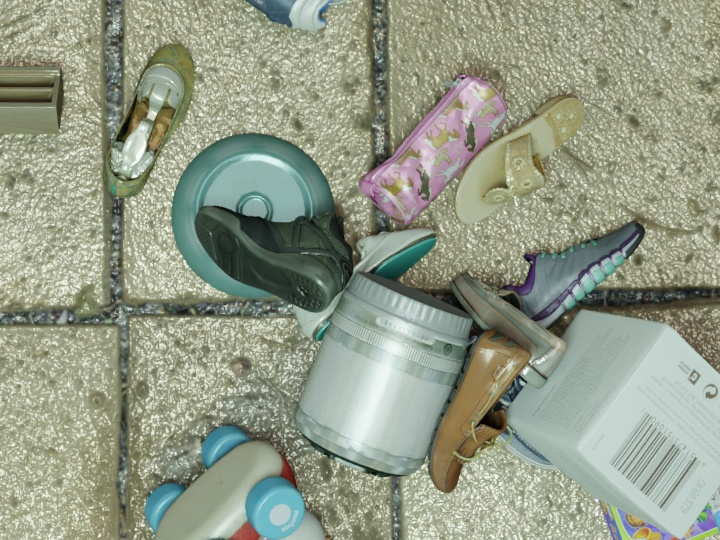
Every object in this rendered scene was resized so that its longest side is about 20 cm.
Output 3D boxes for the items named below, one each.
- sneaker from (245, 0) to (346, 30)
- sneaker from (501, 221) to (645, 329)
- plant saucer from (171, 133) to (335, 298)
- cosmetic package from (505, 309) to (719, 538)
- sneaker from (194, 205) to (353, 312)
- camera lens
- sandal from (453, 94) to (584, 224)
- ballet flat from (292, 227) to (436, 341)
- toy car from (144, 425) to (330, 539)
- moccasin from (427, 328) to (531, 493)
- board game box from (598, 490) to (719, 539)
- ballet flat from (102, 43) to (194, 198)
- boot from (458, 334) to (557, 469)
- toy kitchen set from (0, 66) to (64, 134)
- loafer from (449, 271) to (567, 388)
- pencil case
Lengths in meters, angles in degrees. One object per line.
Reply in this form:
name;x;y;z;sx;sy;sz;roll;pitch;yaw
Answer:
sneaker;-0.062;-0.390;1.537;0.146;0.081;0.201;25;78;-12
sneaker;0.253;-0.009;1.530;0.200;0.074;0.088;-41;85;-8
plant saucer;-0.127;-0.069;1.511;0.198;0.036;0.202;1;83;-7
cosmetic package;0.295;0.161;1.389;0.165;0.200;0.165;41;82;-16
sneaker;-0.092;-0.031;1.460;0.198;0.077;0.114;23;40;22
camera lens;0.025;0.120;1.429;0.159;0.160;0.202;21;95;-4
sandal;0.204;-0.132;1.525;0.212;0.070;0.078;-43;123;-11
ballet flat;0.000;0.000;1.508;0.200;0.069;0.070;-40;89;-8
toy car;-0.114;0.311;1.428;0.177;0.184;0.200;-45;119;-9
moccasin;0.132;0.163;1.393;0.077;0.074;0.203;28;109;15
board game box;0.346;0.237;1.526;0.133;0.045;0.202;-20;87;-8
ballet flat;-0.248;-0.181;1.494;0.070;0.071;0.201;23;82;-3
boot;0.179;0.159;1.493;0.200;0.090;0.073;44;81;0
toy kitchen set;-0.438;-0.284;1.444;0.179;0.201;0.164;-1;42;-7
loafer;0.174;0.057;1.464;0.063;0.200;0.072;-46;130;9
pencil case;0.087;-0.146;1.520;0.086;0.083;0.200;41;82;-2
